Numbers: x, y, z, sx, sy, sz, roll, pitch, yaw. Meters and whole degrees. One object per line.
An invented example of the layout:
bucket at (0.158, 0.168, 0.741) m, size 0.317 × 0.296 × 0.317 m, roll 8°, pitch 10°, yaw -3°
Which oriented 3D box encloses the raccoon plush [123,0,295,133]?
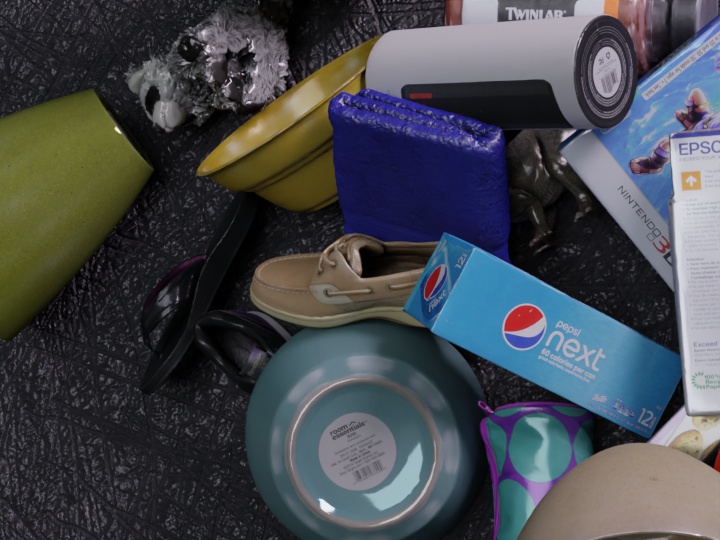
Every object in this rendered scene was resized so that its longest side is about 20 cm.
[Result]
raccoon plush at (-0.119, -0.199, 1.225) m, size 0.200 × 0.097 × 0.134 m, roll -45°, pitch 23°, yaw -30°

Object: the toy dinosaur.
toy dinosaur at (0.148, -0.079, 1.063) m, size 0.200 × 0.077 × 0.102 m, roll -36°, pitch 75°, yaw 19°

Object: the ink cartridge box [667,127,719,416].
ink cartridge box at (0.317, -0.003, 0.934) m, size 0.199 × 0.041 × 0.201 m, roll -3°, pitch 85°, yaw 10°

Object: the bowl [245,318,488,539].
bowl at (0.005, 0.134, 1.036) m, size 0.200 × 0.105 × 0.202 m, roll 0°, pitch 90°, yaw 1°

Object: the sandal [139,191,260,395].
sandal at (-0.155, 0.013, 1.188) m, size 0.048 × 0.075 × 0.201 m, roll 28°, pitch 86°, yaw -15°

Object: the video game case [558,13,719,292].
video game case at (0.278, -0.082, 0.978) m, size 0.200 × 0.045 × 0.181 m, roll -39°, pitch 94°, yaw 14°

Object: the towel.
towel at (0.052, -0.047, 1.049) m, size 0.147 × 0.200 × 0.050 m, roll 16°, pitch 50°, yaw 23°

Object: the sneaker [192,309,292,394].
sneaker at (-0.059, 0.097, 1.121) m, size 0.200 × 0.088 × 0.076 m, roll 28°, pitch 93°, yaw 26°

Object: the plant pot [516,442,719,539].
plant pot at (0.191, 0.196, 0.910) m, size 0.200 × 0.201 × 0.135 m, roll -21°, pitch 31°, yaw 20°

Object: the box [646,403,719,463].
box at (0.289, 0.076, 0.988) m, size 0.200 × 0.039 × 0.041 m, roll -47°, pitch 69°, yaw 11°

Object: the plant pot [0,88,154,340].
plant pot at (-0.295, -0.070, 1.230) m, size 0.200 × 0.187 × 0.187 m, roll -36°, pitch 67°, yaw -1°

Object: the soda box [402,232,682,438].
soda box at (0.136, 0.048, 0.983) m, size 0.068 × 0.200 × 0.064 m, roll -62°, pitch 21°, yaw 3°

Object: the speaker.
speaker at (0.100, -0.144, 0.997) m, size 0.200 × 0.081 × 0.082 m, roll 6°, pitch 83°, yaw 43°

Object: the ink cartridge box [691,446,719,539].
ink cartridge box at (0.316, 0.207, 0.929) m, size 0.173 × 0.044 × 0.201 m, roll 17°, pitch 93°, yaw 17°

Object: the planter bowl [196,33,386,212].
planter bowl at (-0.033, -0.107, 1.124) m, size 0.200 × 0.200 × 0.084 m, roll -31°, pitch 105°, yaw 18°

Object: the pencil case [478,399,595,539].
pencil case at (0.131, 0.199, 1.015) m, size 0.092 × 0.085 × 0.201 m, roll 3°, pitch 81°, yaw 2°

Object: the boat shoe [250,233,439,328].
boat shoe at (0.000, 0.000, 1.050) m, size 0.199 × 0.065 × 0.071 m, roll 1°, pitch 38°, yaw 25°

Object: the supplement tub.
supplement tub at (0.173, -0.201, 1.055) m, size 0.199 × 0.107 × 0.107 m, roll 6°, pitch 84°, yaw 26°
